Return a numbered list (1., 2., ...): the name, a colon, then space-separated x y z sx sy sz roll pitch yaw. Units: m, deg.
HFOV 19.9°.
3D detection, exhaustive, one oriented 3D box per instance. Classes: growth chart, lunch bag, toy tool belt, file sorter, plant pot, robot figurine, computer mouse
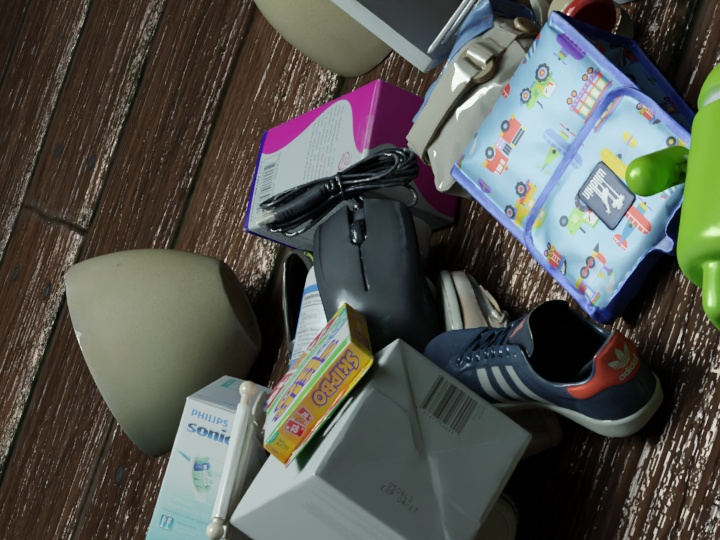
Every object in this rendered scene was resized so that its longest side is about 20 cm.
1. growth chart: -0.085 0.186 1.602 0.200 0.018 0.145 79 -159 -56
2. lunch bag: 0.178 -0.067 1.484 0.151 0.094 0.200 -58 43 21
3. toy tool belt: 0.111 -0.158 1.603 0.200 0.125 0.123 -58 39 22
4. file sorter: 0.056 -0.265 1.657 0.125 0.139 0.200 -54 -5 22
5. plant pot: -0.172 0.059 1.940 0.134 0.200 0.200 -24 41 7
6. robot figurine: 0.260 -0.054 1.272 0.175 0.116 0.200 -1 68 32
7. plant pot: -0.037 -0.299 1.939 0.200 0.134 0.200 -38 44 47
8. computer mouse: 0.000 0.000 1.603 0.138 0.053 0.200 -21 66 8

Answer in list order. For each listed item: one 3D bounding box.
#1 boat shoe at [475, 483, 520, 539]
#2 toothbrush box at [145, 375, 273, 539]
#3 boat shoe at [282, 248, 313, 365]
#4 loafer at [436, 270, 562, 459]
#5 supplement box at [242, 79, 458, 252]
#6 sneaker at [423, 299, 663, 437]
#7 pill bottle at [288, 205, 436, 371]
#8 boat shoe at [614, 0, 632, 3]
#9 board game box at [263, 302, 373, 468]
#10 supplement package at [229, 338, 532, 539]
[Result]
1. boat shoe: 0.056 0.234 1.530 0.200 0.073 0.062 -58 6 25
2. toothbrush box: -0.121 0.202 1.749 0.146 0.085 0.200 -30 -41 -79
3. boat shoe: -0.037 0.069 1.789 0.072 0.061 0.201 -45 37 40
4. loafer: 0.103 0.072 1.554 0.200 0.063 0.072 -103 9 -50
5. supplement box: -0.005 -0.083 1.784 0.200 0.103 0.101 -18 57 58
6. sneaker: 0.117 0.054 1.436 0.200 0.085 0.075 7 50 41
7. pill bottle: 0.003 0.054 1.674 0.112 0.112 0.200 -16 58 57
8. boat shoe: 0.215 -0.248 1.525 0.199 0.068 0.074 2 75 61
9. board game box: -0.030 0.080 1.464 0.096 0.030 0.200 -51 8 5
10. supplement package: 0.010 0.149 1.457 0.120 0.121 0.200 -58 9 -25
